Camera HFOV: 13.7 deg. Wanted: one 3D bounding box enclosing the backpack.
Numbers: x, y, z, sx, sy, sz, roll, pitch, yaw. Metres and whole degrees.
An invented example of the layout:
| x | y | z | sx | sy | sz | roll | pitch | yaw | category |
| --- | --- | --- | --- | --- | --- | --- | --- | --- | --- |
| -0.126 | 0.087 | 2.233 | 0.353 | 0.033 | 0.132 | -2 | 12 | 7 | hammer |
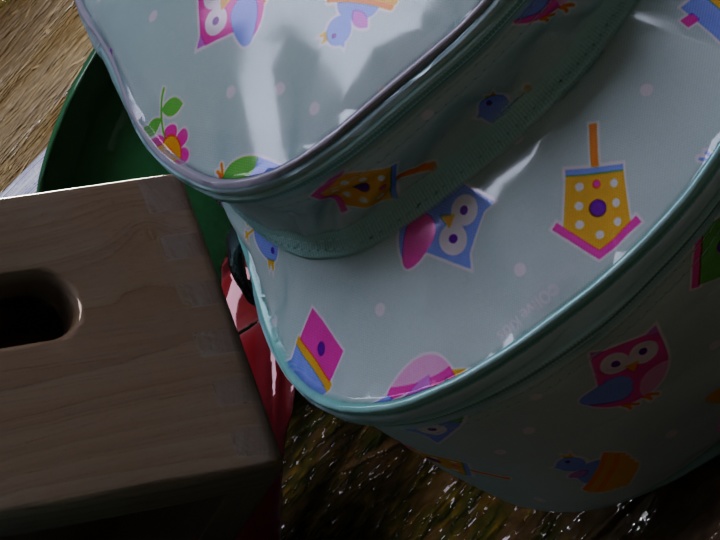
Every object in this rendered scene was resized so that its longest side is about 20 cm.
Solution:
| x | y | z | sx | sy | sz | roll | pitch | yaw | category |
| --- | --- | --- | --- | --- | --- | --- | --- | --- | --- |
| 0.035 | -0.047 | 0.741 | 0.176 | 0.153 | 0.200 | -41 | 53 | 13 | backpack |

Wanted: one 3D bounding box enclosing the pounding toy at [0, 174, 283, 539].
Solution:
| x | y | z | sx | sy | sz | roll | pitch | yaw | category |
| --- | --- | --- | --- | --- | --- | --- | --- | --- | --- |
| -0.151 | 0.041 | 0.887 | 0.200 | 0.142 | 0.184 | -8 | -27 | -26 | pounding toy |

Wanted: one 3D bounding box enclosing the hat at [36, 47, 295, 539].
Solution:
| x | y | z | sx | sy | sz | roll | pitch | yaw | category |
| --- | --- | --- | --- | --- | --- | --- | --- | --- | --- |
| 0.000 | 0.000 | 1.015 | 0.176 | 0.166 | 0.200 | 28 | 94 | 41 | hat |

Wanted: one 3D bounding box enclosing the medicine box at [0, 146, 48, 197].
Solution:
| x | y | z | sx | sy | sz | roll | pitch | yaw | category |
| --- | --- | --- | --- | --- | --- | --- | --- | --- | --- |
| -0.146 | 0.059 | 1.192 | 0.182 | 0.103 | 0.200 | -42 | 16 | 29 | medicine box |
